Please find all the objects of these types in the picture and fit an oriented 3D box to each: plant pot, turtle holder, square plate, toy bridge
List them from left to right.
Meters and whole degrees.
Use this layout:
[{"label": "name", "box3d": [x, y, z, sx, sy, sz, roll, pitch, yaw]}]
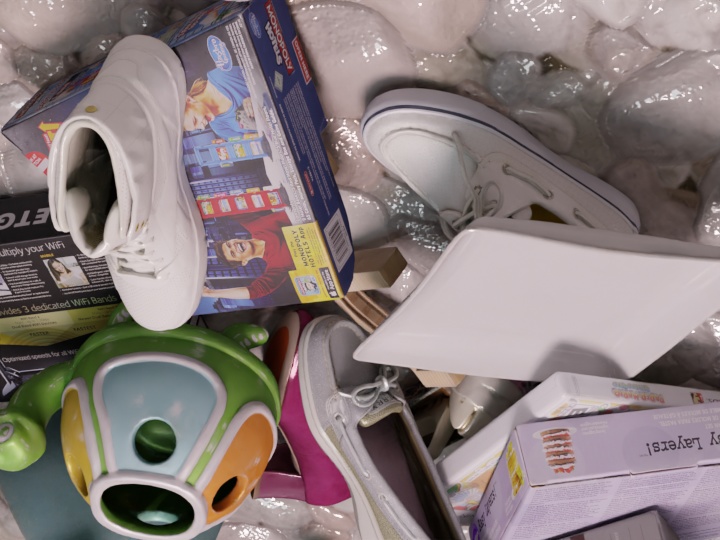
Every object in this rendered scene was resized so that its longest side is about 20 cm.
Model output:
[{"label": "plant pot", "box3d": [-0.180, 0.173, 1.375, 0.134, 0.200, 0.201, -30, 129, -5]}, {"label": "turtle holder", "box3d": [-0.149, 0.104, 1.228, 0.184, 0.132, 0.141, 25, 135, -15]}, {"label": "toy bridge", "box3d": [0.000, 0.000, 1.232, 0.067, 0.027, 0.200, -5, 128, 48]}, {"label": "square plate", "box3d": [0.118, 0.019, 1.125, 0.198, 0.029, 0.198, 7, 154, -19]}]

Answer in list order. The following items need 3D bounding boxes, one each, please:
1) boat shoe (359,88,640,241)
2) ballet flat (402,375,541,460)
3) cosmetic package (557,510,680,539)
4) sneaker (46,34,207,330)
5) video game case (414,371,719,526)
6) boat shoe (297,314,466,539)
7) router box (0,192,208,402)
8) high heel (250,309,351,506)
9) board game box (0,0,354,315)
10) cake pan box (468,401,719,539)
[{"label": "boat shoe", "box3d": [0.086, -0.037, 1.141, 0.201, 0.086, 0.075, 29, 134, -15]}, {"label": "ballet flat", "box3d": [0.065, 0.103, 1.301, 0.069, 0.071, 0.200, 39, 131, -20]}, {"label": "cosmetic package", "box3d": [0.135, 0.252, 1.260, 0.199, 0.108, 0.090, -20, 152, 13]}, {"label": "sneaker", "box3d": [-0.146, -0.027, 1.087, 0.073, 0.116, 0.201, 7, 125, 15]}, {"label": "video game case", "box3d": [0.149, 0.135, 1.292, 0.181, 0.023, 0.200, 8, 144, -35]}, {"label": "boat shoe", "box3d": [0.018, 0.122, 1.249, 0.065, 0.074, 0.203, -26, 81, 43]}, {"label": "router box", "box3d": [-0.229, 0.021, 1.305, 0.198, 0.052, 0.158, -7, 133, 19]}, {"label": "high heel", "box3d": [-0.026, 0.101, 1.344, 0.095, 0.068, 0.201, 0, 139, -13]}, {"label": "board game box", "box3d": [-0.119, -0.071, 1.157, 0.198, 0.062, 0.201, -5, 119, 25]}, {"label": "cake pan box", "box3d": [0.188, 0.157, 1.268, 0.198, 0.053, 0.185, -6, 153, -10]}]
